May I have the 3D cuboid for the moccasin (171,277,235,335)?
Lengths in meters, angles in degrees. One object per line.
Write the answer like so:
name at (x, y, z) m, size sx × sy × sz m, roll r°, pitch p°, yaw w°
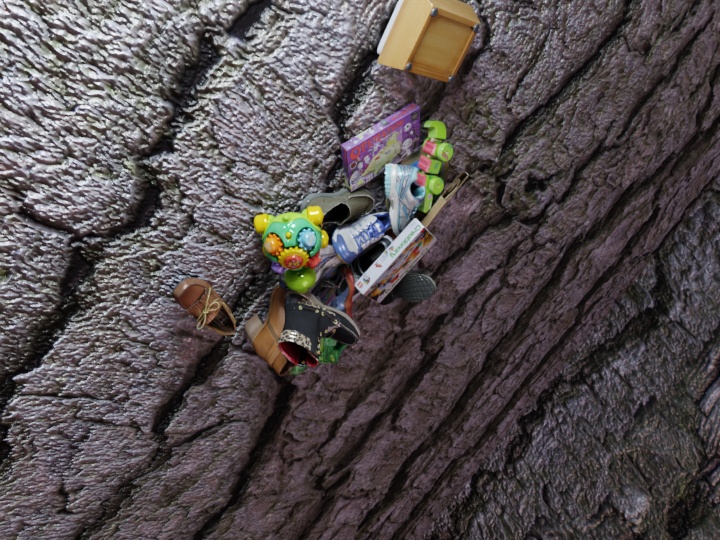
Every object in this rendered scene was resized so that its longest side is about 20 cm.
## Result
moccasin at (-0.312, 0.079, 1.537) m, size 0.073 × 0.078 × 0.203 m, roll -39°, pitch 147°, yaw -8°

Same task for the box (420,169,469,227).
box at (0.173, -0.135, 1.806) m, size 0.201 × 0.021 × 0.164 m, roll -54°, pitch 176°, yaw 39°

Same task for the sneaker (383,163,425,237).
sneaker at (0.103, -0.147, 1.674) m, size 0.084 × 0.079 × 0.202 m, roll -2°, pitch 140°, yaw 12°

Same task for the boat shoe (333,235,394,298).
boat shoe at (0.002, 0.002, 1.740) m, size 0.198 × 0.074 × 0.068 m, roll -40°, pitch 176°, yaw 25°

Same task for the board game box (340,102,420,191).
board game box at (0.046, -0.264, 1.624) m, size 0.198 × 0.032 × 0.122 m, roll -34°, pitch 142°, yaw -19°

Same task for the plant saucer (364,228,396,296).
plant saucer at (0.056, -0.029, 1.859) m, size 0.199 × 0.032 × 0.204 m, roll -39°, pitch 145°, yaw -34°

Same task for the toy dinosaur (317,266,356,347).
toy dinosaur at (-0.040, 0.071, 1.747) m, size 0.197 × 0.107 × 0.181 m, roll 22°, pitch 139°, yaw -30°

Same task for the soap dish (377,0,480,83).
soap dish at (0.136, -0.450, 1.470) m, size 0.197 × 0.081 × 0.160 m, roll -3°, pitch 129°, yaw -49°

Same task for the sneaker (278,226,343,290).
sneaker at (-0.106, -0.034, 1.672) m, size 0.198 × 0.076 × 0.087 m, roll -37°, pitch 138°, yaw -28°

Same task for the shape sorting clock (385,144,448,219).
shape sorting clock at (0.132, -0.202, 1.776) m, size 0.197 × 0.039 × 0.203 m, roll -30°, pitch 141°, yaw -27°

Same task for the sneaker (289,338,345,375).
sneaker at (-0.096, 0.201, 1.916) m, size 0.198 × 0.084 × 0.075 m, roll -34°, pitch 147°, yaw -17°

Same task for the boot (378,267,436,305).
boot at (0.132, 0.023, 1.834) m, size 0.129 × 0.197 × 0.069 m, roll -30°, pitch 103°, yaw -39°

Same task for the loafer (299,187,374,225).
loafer at (-0.040, -0.127, 1.632) m, size 0.197 × 0.070 × 0.077 m, roll -14°, pitch 137°, yaw -40°

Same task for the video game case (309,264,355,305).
video game case at (-0.061, 0.042, 1.840) m, size 0.200 × 0.023 × 0.182 m, roll -46°, pitch 148°, yaw 2°

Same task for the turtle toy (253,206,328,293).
turtle toy at (-0.133, -0.039, 1.545) m, size 0.141 × 0.103 × 0.202 m, roll -9°, pitch 142°, yaw 2°

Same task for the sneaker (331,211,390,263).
sneaker at (0.006, -0.084, 1.662) m, size 0.087 × 0.077 × 0.200 m, roll -22°, pitch -166°, yaw 30°

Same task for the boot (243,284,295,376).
boot at (-0.157, 0.119, 1.687) m, size 0.200 × 0.155 × 0.077 m, roll -43°, pitch 148°, yaw -3°

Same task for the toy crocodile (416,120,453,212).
toy crocodile at (0.152, -0.230, 1.685) m, size 0.061 × 0.067 × 0.205 m, roll -3°, pitch 114°, yaw -39°

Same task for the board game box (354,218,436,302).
board game box at (0.081, -0.019, 1.705) m, size 0.200 × 0.035 × 0.126 m, roll -48°, pitch 159°, yaw 6°

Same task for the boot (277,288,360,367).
boot at (-0.090, 0.141, 1.613) m, size 0.199 × 0.153 × 0.073 m, roll 38°, pitch 128°, yaw -23°
